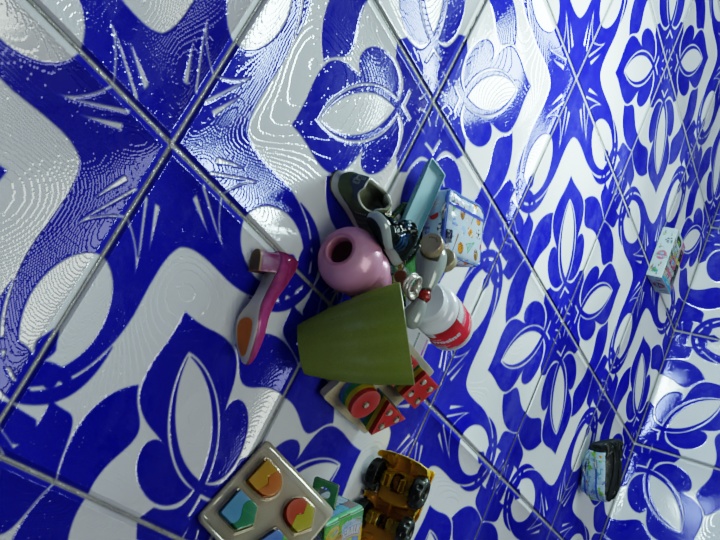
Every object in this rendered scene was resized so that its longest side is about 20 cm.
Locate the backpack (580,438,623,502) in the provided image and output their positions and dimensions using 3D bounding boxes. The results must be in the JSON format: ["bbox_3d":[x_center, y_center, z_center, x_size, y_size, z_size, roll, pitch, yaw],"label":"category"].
[{"bbox_3d":[0.820,0.680,2.837,0.163,0.153,0.202,5,75,-55],"label":"backpack"}]

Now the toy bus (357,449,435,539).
[{"bbox_3d":[0.084,0.509,1.850,0.202,0.135,0.192,-69,158,-7],"label":"toy bus"}]

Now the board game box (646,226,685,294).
[{"bbox_3d":[1.124,-0.035,3.079,0.147,0.064,0.201,42,68,-49],"label":"board game box"}]

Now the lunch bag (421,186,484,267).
[{"bbox_3d":[0.207,-0.096,1.857,0.199,0.075,0.162,20,76,-56],"label":"lunch bag"}]

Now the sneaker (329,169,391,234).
[{"bbox_3d":[0.026,-0.115,1.600,0.200,0.089,0.067,49,61,-40],"label":"sneaker"}]

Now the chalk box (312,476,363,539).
[{"bbox_3d":[-0.080,0.506,1.623,0.123,0.124,0.202,-7,104,-51],"label":"chalk box"}]

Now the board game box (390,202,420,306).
[{"bbox_3d":[0.092,-0.033,1.778,0.105,0.023,0.201,-47,133,-37],"label":"board game box"}]

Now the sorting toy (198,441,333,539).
[{"bbox_3d":[-0.161,0.432,1.487,0.185,0.036,0.200,47,53,-3],"label":"sorting toy"}]

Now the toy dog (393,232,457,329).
[{"bbox_3d":[0.113,0.012,1.689,0.200,0.096,0.133,-50,136,-35],"label":"toy dog"}]

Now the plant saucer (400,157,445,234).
[{"bbox_3d":[0.122,-0.134,1.757,0.070,0.019,0.201,42,67,-48],"label":"plant saucer"}]

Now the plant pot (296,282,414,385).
[{"bbox_3d":[-0.012,0.129,1.534,0.187,0.198,0.189,-8,90,-88],"label":"plant pot"}]

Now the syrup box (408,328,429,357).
[{"bbox_3d":[0.058,0.132,1.733,0.200,0.078,0.082,44,65,-49],"label":"syrup box"}]

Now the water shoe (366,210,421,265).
[{"bbox_3d":[0.066,-0.076,1.576,0.079,0.072,0.200,-33,160,-1],"label":"water shoe"}]

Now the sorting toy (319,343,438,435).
[{"bbox_3d":[0.050,0.240,1.686,0.199,0.070,0.200,-41,139,-1],"label":"sorting toy"}]

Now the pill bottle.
[{"bbox_3d":[0.169,0.096,1.816,0.200,0.111,0.113,43,65,-59],"label":"pill bottle"}]

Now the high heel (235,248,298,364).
[{"bbox_3d":[-0.158,0.065,1.448,0.095,0.067,0.202,15,75,-42],"label":"high heel"}]

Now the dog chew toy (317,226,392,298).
[{"bbox_3d":[0.000,0.000,1.595,0.125,0.124,0.200,-67,150,-14],"label":"dog chew toy"}]
